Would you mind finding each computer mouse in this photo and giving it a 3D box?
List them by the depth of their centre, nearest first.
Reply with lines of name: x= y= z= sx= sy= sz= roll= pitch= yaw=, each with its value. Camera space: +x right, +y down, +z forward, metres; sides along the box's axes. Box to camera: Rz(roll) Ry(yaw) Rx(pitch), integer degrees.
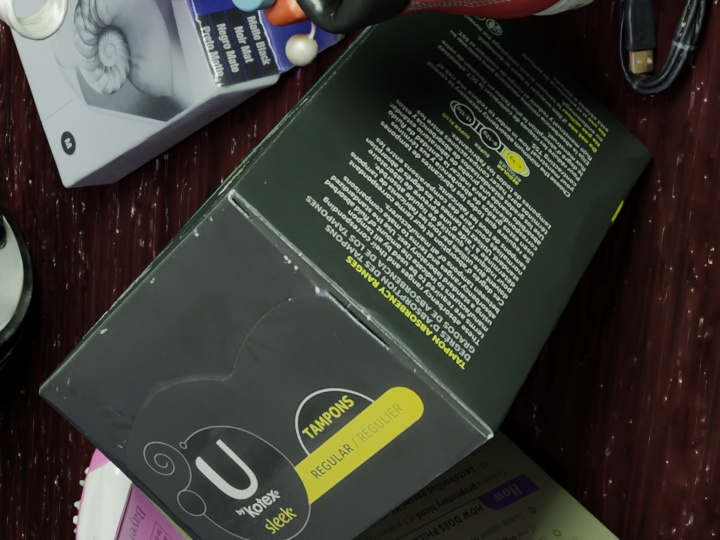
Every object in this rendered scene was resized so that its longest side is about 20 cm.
computer mouse: x=0.103 y=-0.169 z=0.745 sx=0.058 sy=0.034 sz=0.202 roll=-3 pitch=98 yaw=43

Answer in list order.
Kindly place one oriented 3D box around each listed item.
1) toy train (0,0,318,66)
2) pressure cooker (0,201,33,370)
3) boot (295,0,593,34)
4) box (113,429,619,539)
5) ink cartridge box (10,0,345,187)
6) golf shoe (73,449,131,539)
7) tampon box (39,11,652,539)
toy train: x=-0.068 y=-0.161 z=0.797 sx=0.055 sy=0.199 sz=0.151 roll=-9 pitch=92 yaw=43
pressure cooker: x=-0.282 y=0.019 z=1.067 sx=0.175 sy=0.179 sz=0.200 roll=31 pitch=130 yaw=-12
boot: x=0.016 y=-0.183 z=0.633 sx=0.072 sy=0.144 sz=0.202 roll=0 pitch=98 yaw=51
box: x=0.019 y=0.156 z=0.800 sx=0.200 sy=0.175 sz=0.097 roll=41 pitch=131 yaw=28
ink cartridge box: x=-0.115 y=-0.166 z=0.951 sx=0.199 sy=0.040 sz=0.201 roll=-26 pitch=81 yaw=44
golf shoe: x=-0.098 y=0.182 z=1.009 sx=0.091 sy=0.075 sz=0.202 roll=-1 pitch=102 yaw=28
tampon box: x=0.000 y=0.000 z=0.746 sx=0.126 sy=0.200 sz=0.150 roll=43 pitch=132 yaw=-5
